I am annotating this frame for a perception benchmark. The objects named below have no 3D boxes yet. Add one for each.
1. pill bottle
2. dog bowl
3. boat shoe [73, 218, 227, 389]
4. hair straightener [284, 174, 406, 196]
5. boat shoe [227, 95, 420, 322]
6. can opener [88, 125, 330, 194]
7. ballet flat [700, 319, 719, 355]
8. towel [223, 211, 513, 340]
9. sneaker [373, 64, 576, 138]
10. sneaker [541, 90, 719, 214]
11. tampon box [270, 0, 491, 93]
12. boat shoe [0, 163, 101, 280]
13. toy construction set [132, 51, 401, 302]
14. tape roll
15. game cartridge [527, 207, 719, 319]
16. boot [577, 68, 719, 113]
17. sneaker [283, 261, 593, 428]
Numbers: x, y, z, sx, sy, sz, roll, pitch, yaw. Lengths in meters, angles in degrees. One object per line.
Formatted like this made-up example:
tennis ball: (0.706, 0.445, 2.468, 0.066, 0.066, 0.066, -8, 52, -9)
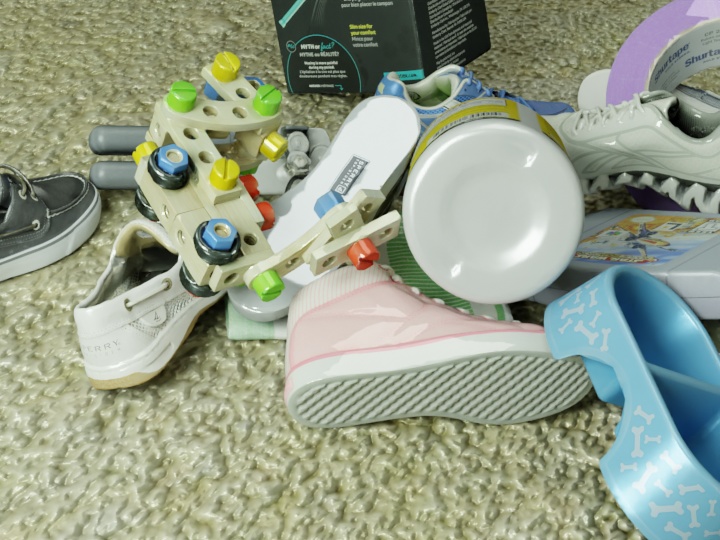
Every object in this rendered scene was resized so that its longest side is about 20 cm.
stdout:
pill bottle: (0.087, -0.055, 0.958, 0.113, 0.116, 0.200, 9, 13, 3)
dog bowl: (0.180, 0.079, 0.844, 0.111, 0.050, 0.201, 18, 38, -35)
boat shoe: (-0.130, -0.004, 0.943, 0.070, 0.070, 0.201, -9, 27, 19)
hair straightener: (0.033, -0.060, 1.105, 0.197, 0.042, 0.077, -4, -1, -20)
boat shoe: (-0.023, -0.033, 0.992, 0.071, 0.068, 0.201, 25, 60, 15)
can opener: (-0.113, -0.084, 1.109, 0.197, 0.053, 0.066, -1, -3, -23)
ballet flat: (0.258, 0.077, 0.927, 0.071, 0.068, 0.201, -19, 43, -12)
towel: (0.000, 0.000, 1.022, 0.197, 0.024, 0.153, 1, 34, -10)
sneaker: (0.097, -0.125, 1.186, 0.197, 0.078, 0.076, -6, 33, -23)
sneaker: (0.198, -0.099, 1.065, 0.197, 0.082, 0.076, 8, 45, 18)
tampon box: (0.010, -0.269, 1.246, 0.148, 0.203, 0.126, 5, 26, 33)
boat shoe: (-0.255, -0.038, 0.987, 0.069, 0.067, 0.199, 28, 37, 29)
toy construction set: (-0.069, -0.052, 0.915, 0.130, 0.093, 0.200, -17, 47, -35)
tape roll: (0.297, -0.126, 1.142, 0.197, 0.066, 0.203, -6, 62, 12)
game cartridge: (0.200, -0.006, 0.992, 0.132, 0.042, 0.199, -18, 17, -40)
boot: (0.290, -0.123, 1.243, 0.199, 0.074, 0.090, 28, 23, 26)
sneaker: (0.046, 0.039, 0.909, 0.197, 0.076, 0.105, -2, 46, -8)
